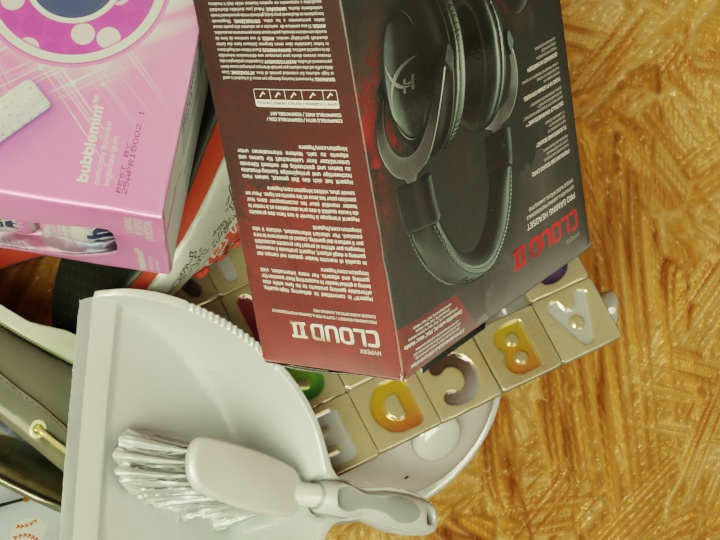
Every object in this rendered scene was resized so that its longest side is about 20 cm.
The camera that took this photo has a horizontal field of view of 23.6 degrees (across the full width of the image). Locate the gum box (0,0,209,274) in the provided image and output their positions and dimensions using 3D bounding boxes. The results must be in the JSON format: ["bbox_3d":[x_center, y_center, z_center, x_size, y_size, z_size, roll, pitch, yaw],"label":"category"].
[{"bbox_3d":[-0.116,-0.099,0.685,0.113,0.066,0.200,9,71,0],"label":"gum box"}]

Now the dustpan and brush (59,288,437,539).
[{"bbox_3d":[-0.038,0.093,0.734,0.200,0.057,0.140,26,61,-54],"label":"dustpan and brush"}]

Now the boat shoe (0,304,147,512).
[{"bbox_3d":[-0.180,0.038,0.694,0.202,0.072,0.060,28,52,-22],"label":"boat shoe"}]

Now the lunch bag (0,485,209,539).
[{"bbox_3d":[-0.183,0.136,0.779,0.200,0.170,0.124,-43,142,-9],"label":"lunch bag"}]

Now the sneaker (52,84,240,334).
[{"bbox_3d":[-0.048,-0.038,0.773,0.108,0.067,0.201,28,90,-42],"label":"sneaker"}]

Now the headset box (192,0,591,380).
[{"bbox_3d":[0.018,-0.059,0.699,0.149,0.077,0.200,-30,117,-46],"label":"headset box"}]

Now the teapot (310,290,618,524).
[{"bbox_3d":[-0.003,0.057,0.878,0.197,0.146,0.200,20,102,-38],"label":"teapot"}]

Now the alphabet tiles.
[{"bbox_3d":[0.000,0.000,0.820,0.200,0.167,0.008,-24,167,-15],"label":"alphabet tiles"}]

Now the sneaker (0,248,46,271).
[{"bbox_3d":[-0.182,-0.048,0.761,0.201,0.067,0.108,-22,122,-27],"label":"sneaker"}]
